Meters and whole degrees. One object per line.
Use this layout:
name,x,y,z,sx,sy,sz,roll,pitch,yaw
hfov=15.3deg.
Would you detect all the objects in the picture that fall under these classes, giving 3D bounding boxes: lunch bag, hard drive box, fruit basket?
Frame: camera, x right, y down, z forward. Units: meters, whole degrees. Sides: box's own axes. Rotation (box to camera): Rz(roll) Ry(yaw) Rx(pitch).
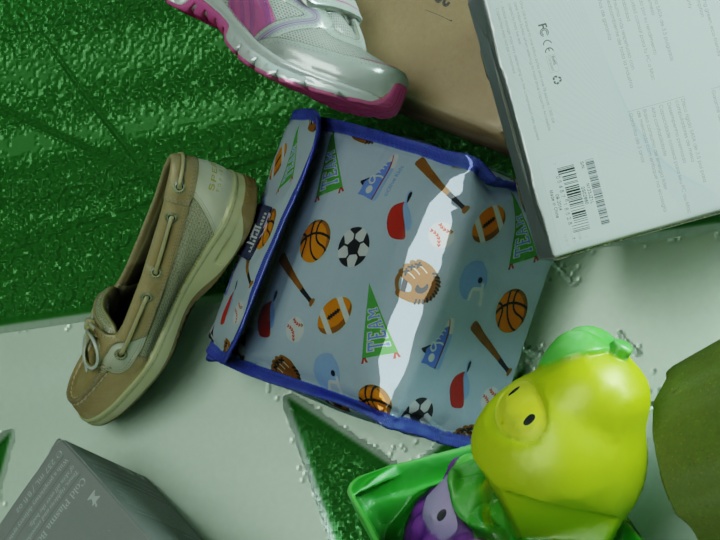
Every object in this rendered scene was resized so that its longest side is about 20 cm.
lunch bag,0.000,0.000,1.600,0.200,0.124,0.171,20,89,44
hard drive box,0.177,-0.106,1.493,0.199,0.077,0.157,-15,91,-3
fruit basket,0.088,0.134,1.455,0.155,0.216,0.216,-14,70,-11

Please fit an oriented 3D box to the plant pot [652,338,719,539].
plant pot,0.266,0.082,1.432,0.189,0.200,0.201,-23,70,34

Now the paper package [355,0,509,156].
paper package,0.062,-0.183,1.614,0.199,0.103,0.191,23,89,28

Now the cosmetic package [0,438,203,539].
cosmetic package,-0.137,0.203,1.611,0.107,0.090,0.200,-56,42,4

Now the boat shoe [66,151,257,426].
boat shoe,-0.137,0.011,1.660,0.201,0.063,0.073,-52,26,30

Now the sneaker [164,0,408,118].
sneaker,-0.043,-0.161,1.557,0.200,0.081,0.088,38,98,26
